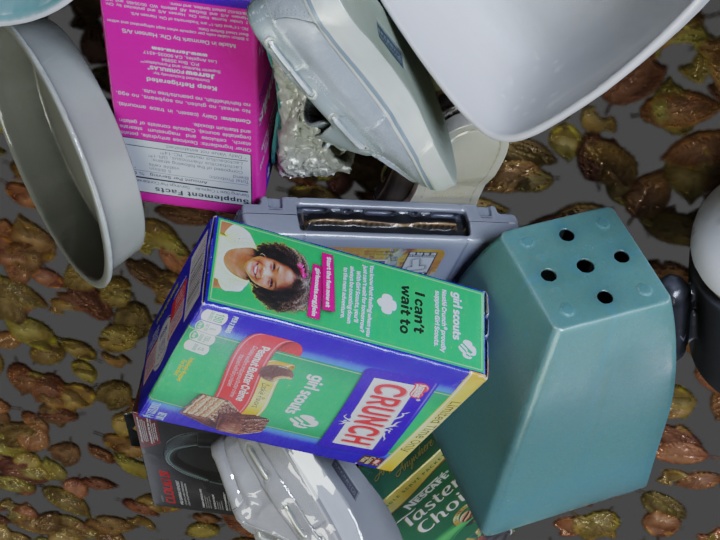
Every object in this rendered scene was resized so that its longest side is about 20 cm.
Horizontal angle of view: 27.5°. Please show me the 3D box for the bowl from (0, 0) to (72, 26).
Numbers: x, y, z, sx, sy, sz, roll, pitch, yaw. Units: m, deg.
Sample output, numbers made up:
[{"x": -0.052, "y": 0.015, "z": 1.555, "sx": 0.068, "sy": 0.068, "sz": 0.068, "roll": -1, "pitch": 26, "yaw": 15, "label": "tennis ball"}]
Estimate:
[{"x": -0.233, "y": -0.254, "z": 0.861, "sx": 0.199, "sy": 0.106, "sz": 0.202, "roll": 7, "pitch": 141, "yaw": 6, "label": "bowl"}]

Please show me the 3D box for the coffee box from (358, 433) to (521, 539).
[{"x": 0.079, "y": 0.192, "z": 1.281, "sx": 0.123, "sy": 0.044, "sz": 0.200, "roll": -42, "pitch": 141, "yaw": 12, "label": "coffee box"}]

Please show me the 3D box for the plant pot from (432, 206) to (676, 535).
[{"x": 0.136, "y": 0.061, "z": 1.046, "sx": 0.140, "sy": 0.142, "sz": 0.201, "roll": -14, "pitch": 143, "yaw": -18, "label": "plant pot"}]

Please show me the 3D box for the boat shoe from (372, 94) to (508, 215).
[{"x": 0.047, "y": -0.064, "z": 1.052, "sx": 0.071, "sy": 0.060, "sz": 0.200, "roll": 2, "pitch": 147, "yaw": -19, "label": "boat shoe"}]

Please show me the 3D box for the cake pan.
[{"x": -0.204, "y": -0.087, "z": 1.016, "sx": 0.037, "sy": 0.201, "sz": 0.201, "roll": -25, "pitch": 146, "yaw": -21, "label": "cake pan"}]

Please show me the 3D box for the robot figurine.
[{"x": 0.292, "y": 0.019, "z": 1.035, "sx": 0.124, "sy": 0.150, "sz": 0.201, "roll": 29, "pitch": 151, "yaw": 32, "label": "robot figurine"}]

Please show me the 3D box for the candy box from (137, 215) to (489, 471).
[{"x": -0.035, "y": 0.058, "z": 1.012, "sx": 0.198, "sy": 0.078, "sz": 0.169, "roll": 14, "pitch": 146, "yaw": -17, "label": "candy box"}]

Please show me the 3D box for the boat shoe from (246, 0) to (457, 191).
[{"x": -0.003, "y": -0.110, "z": 0.889, "sx": 0.071, "sy": 0.070, "sz": 0.201, "roll": -19, "pitch": 142, "yaw": 18, "label": "boat shoe"}]

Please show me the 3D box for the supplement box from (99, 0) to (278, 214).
[{"x": -0.106, "y": -0.141, "z": 0.966, "sx": 0.102, "sy": 0.102, "sz": 0.201, "roll": 9, "pitch": 142, "yaw": 2, "label": "supplement box"}]

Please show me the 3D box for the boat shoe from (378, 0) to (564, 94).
[{"x": 0.088, "y": -0.152, "z": 0.925, "sx": 0.198, "sy": 0.074, "sz": 0.063, "roll": -4, "pitch": 141, "yaw": 20, "label": "boat shoe"}]

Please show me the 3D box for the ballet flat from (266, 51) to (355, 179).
[{"x": -0.024, "y": -0.131, "z": 0.951, "sx": 0.071, "sy": 0.072, "sz": 0.201, "roll": 9, "pitch": 147, "yaw": 4, "label": "ballet flat"}]

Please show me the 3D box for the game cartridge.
[{"x": 0.000, "y": 0.000, "z": 1.052, "sx": 0.198, "sy": 0.042, "sz": 0.134, "roll": 1, "pitch": 143, "yaw": -17, "label": "game cartridge"}]

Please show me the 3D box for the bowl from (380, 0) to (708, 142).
[{"x": 0.100, "y": -0.194, "z": 0.822, "sx": 0.200, "sy": 0.074, "sz": 0.200, "roll": -36, "pitch": 85, "yaw": 42, "label": "bowl"}]

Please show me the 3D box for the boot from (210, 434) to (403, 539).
[{"x": -0.039, "y": 0.200, "z": 1.182, "sx": 0.095, "sy": 0.074, "sz": 0.201, "roll": -27, "pitch": 96, "yaw": 24, "label": "boot"}]

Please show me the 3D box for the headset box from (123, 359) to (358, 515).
[{"x": -0.104, "y": 0.144, "z": 1.273, "sx": 0.198, "sy": 0.078, "sz": 0.149, "roll": 6, "pitch": 140, "yaw": 5, "label": "headset box"}]
